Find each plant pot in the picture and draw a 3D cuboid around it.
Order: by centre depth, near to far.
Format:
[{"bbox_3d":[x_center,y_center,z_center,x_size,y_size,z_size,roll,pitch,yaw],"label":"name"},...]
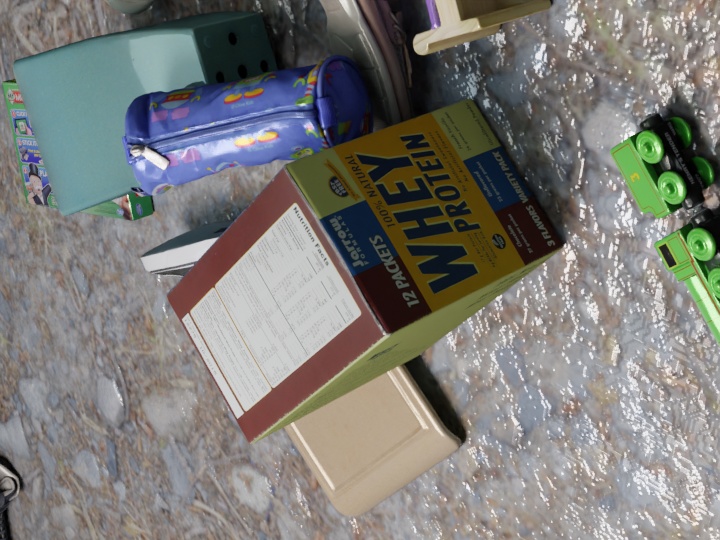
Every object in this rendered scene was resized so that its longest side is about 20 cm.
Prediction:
[{"bbox_3d":[-0.171,-0.149,1.195,0.199,0.141,0.143,-11,99,41],"label":"plant pot"}]

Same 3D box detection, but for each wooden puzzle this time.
[{"bbox_3d":[-0.015,0.106,1.218,0.201,0.037,0.185,53,138,5],"label":"wooden puzzle"}]

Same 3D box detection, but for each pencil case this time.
[{"bbox_3d":[-0.091,-0.109,1.045,0.198,0.087,0.079,-8,104,26],"label":"pencil case"}]

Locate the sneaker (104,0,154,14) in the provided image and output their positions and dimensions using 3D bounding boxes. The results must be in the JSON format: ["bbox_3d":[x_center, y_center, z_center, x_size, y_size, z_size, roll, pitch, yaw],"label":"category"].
[{"bbox_3d":[-0.250,-0.317,1.263,0.201,0.075,0.084,61,157,2],"label":"sneaker"}]

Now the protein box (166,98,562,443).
[{"bbox_3d":[0.000,0.000,1.028,0.136,0.198,0.200,58,138,8],"label":"protein box"}]

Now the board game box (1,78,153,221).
[{"bbox_3d":[-0.292,-0.128,1.415,0.199,0.029,0.136,10,114,44],"label":"board game box"}]

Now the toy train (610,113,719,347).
[{"bbox_3d":[0.227,-0.008,0.905,0.201,0.042,0.056,63,149,5],"label":"toy train"}]

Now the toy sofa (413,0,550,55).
[{"bbox_3d":[0.049,-0.256,0.951,0.097,0.082,0.202,-7,102,47],"label":"toy sofa"}]

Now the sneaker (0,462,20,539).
[{"bbox_3d":[-0.482,0.335,1.789,0.146,0.077,0.204,-21,90,52],"label":"sneaker"}]

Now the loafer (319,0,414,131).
[{"bbox_3d":[0.006,-0.196,1.037,0.072,0.063,0.201,24,143,59],"label":"loafer"}]

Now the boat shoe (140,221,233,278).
[{"bbox_3d":[-0.116,-0.006,1.250,0.198,0.074,0.069,-10,106,33],"label":"boat shoe"}]
